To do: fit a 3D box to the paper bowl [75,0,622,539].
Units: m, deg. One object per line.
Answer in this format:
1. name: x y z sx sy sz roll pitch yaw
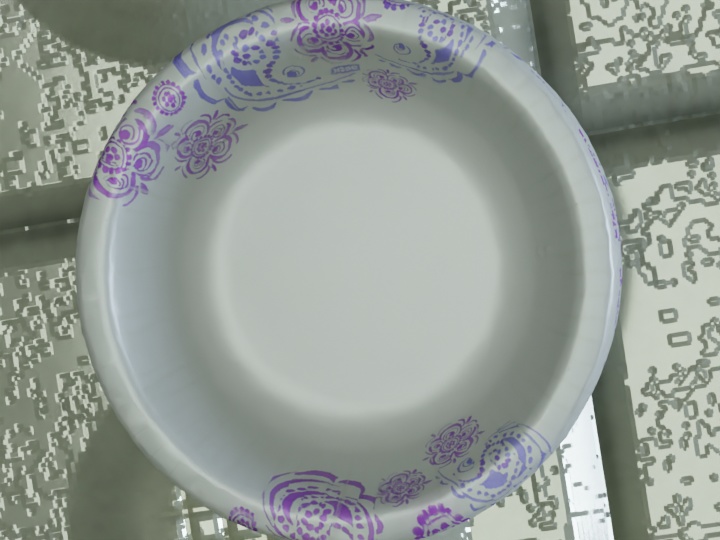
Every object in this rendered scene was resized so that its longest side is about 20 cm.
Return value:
1. paper bowl: 0.000 0.000 0.827 0.199 0.104 0.202 0 90 8
